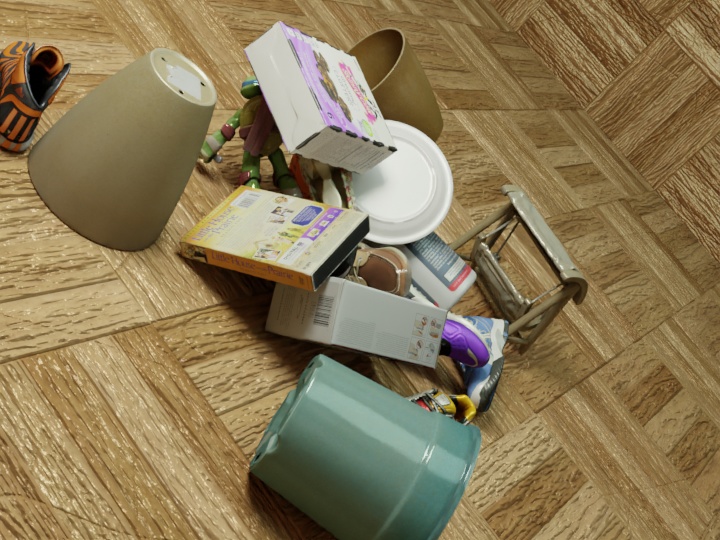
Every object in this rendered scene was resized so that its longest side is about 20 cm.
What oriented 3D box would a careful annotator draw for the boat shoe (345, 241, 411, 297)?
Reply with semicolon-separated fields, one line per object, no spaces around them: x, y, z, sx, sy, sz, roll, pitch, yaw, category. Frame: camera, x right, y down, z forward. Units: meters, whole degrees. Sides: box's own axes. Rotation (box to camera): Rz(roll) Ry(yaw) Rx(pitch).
0.000;0.000;1.507;0.071;0.076;0.199;-6;11;-31;boat shoe

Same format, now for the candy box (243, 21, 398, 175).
-0.051;-0.233;1.473;0.199;0.071;0.169;7;55;-60;candy box

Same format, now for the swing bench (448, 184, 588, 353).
0.262;-0.001;1.792;0.129;0.200;0.200;9;44;-49;swing bench

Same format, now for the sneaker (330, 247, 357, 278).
-0.085;-0.033;1.424;0.089;0.071;0.200;15;1;-34;sneaker

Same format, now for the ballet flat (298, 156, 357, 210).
-0.043;-0.122;1.511;0.064;0.075;0.201;66;2;-61;ballet flat

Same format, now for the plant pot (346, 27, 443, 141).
0.065;-0.320;2.013;0.200;0.186;0.187;42;24;-35;plant pot

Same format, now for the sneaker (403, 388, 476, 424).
0.075;0.185;1.402;0.199;0.082;0.078;8;44;-49;sneaker

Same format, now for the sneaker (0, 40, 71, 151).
-0.394;-0.240;1.300;0.077;0.112;0.201;25;33;-34;sneaker

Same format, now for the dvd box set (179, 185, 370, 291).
-0.108;-0.044;1.351;0.198;0.030;0.146;13;39;25;dvd box set

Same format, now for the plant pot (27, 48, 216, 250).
-0.263;-0.159;1.276;0.187;0.200;0.188;34;29;-22;plant pot

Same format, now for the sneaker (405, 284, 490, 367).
0.087;0.097;1.540;0.199;0.070;0.100;33;56;12;sneaker

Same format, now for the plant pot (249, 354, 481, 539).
-0.003;0.204;1.165;0.195;0.201;0.201;34;28;-5;plant pot

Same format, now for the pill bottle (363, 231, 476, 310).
0.070;-0.020;1.637;0.200;0.120;0.120;45;27;-1;pill bottle

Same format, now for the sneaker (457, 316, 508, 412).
0.176;0.140;1.622;0.076;0.076;0.200;16;32;1;sneaker

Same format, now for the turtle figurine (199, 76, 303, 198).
-0.158;-0.166;1.540;0.144;0.199;0.196;1;73;-62;turtle figurine

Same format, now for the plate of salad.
0.040;-0.129;1.586;0.198;0.048;0.202;3;70;-9;plate of salad

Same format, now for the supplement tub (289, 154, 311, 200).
-0.020;-0.158;1.700;0.123;0.123;0.199;53;29;16;supplement tub

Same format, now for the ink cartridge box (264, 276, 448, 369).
-0.017;0.063;1.405;0.199;0.085;0.175;17;-6;-42;ink cartridge box
